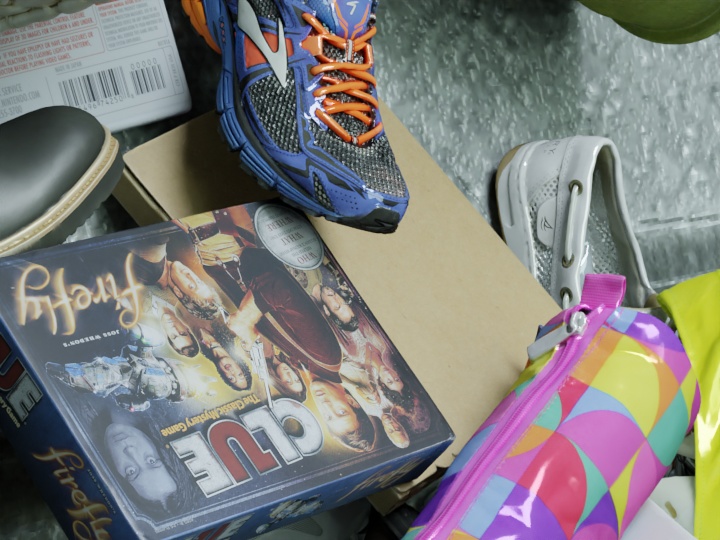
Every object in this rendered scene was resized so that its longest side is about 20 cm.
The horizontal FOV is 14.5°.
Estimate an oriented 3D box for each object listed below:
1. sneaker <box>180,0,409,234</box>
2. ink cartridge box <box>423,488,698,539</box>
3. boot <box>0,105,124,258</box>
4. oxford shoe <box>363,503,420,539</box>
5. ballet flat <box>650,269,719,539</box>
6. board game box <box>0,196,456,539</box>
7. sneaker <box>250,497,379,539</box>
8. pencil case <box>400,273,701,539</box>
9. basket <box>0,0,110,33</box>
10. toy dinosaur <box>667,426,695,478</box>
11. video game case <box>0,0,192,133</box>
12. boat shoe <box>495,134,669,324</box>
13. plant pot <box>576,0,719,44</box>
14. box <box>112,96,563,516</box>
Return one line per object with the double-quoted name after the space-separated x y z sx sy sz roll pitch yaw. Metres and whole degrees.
-0.024 -0.098 1.262 0.075 0.078 0.201 11 42 -43 "sneaker"
0.122 0.169 1.311 0.083 0.200 0.146 -34 110 -4 "ink cartridge box"
-0.192 -0.058 1.118 0.200 0.077 0.139 -31 121 -33 "boot"
0.038 0.190 1.298 0.084 0.073 0.201 -29 124 -6 "oxford shoe"
0.168 0.093 1.366 0.067 0.067 0.201 63 27 -62 "ballet flat"
-0.064 0.044 1.158 0.200 0.035 0.136 -15 66 -51 "board game box"
-0.019 0.096 1.300 0.199 0.074 0.089 -15 105 -40 "sneaker"
0.073 0.095 1.211 0.089 0.088 0.200 54 47 -21 "pencil case"
-0.115 -0.211 1.191 0.123 0.135 0.200 49 54 -26 "basket"
0.189 0.148 1.431 0.136 0.102 0.201 52 42 -37 "toy dinosaur"
-0.175 -0.136 1.228 0.199 0.023 0.183 -19 95 -42 "video game case"
0.124 0.030 1.433 0.071 0.069 0.201 -19 96 -47 "boat shoe"
0.088 -0.214 1.386 0.183 0.200 0.202 0 82 -31 "plant pot"
0.000 0.000 1.299 0.200 0.021 0.163 49 44 11 "box"
